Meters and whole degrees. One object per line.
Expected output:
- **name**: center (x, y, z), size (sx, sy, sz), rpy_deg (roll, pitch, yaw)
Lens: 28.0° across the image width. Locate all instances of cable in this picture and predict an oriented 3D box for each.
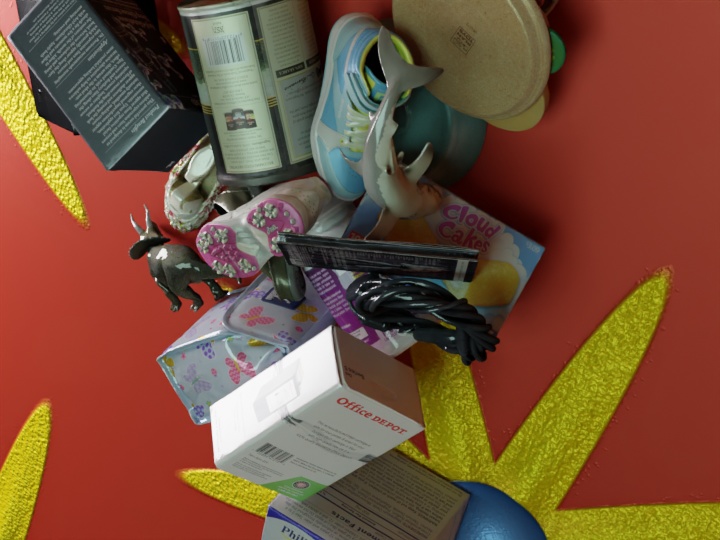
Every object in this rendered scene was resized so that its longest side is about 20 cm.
- **cable**: center (0.067, 0.055, 1.506), size (0.162, 0.051, 0.200), rpy_deg (30, 166, -12)

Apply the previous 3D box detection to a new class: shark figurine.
- **shark figurine**: center (0.016, -0.121, 1.437), size (0.089, 0.128, 0.216), rpy_deg (31, 148, 33)

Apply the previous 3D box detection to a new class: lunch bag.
- **lunch bag**: center (-0.115, 0.078, 1.731), size (0.198, 0.170, 0.128), rpy_deg (-17, 108, 38)

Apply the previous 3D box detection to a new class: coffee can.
- **coffee can**: center (-0.111, -0.212, 1.607), size (0.145, 0.146, 0.203), rpy_deg (0, 111, 32)

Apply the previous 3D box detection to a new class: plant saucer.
- **plant saucer**: center (0.043, -0.176, 1.597), size (0.198, 0.036, 0.203), rpy_deg (13, 118, 27)

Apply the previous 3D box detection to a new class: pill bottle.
- **pill bottle**: center (0.000, 0.000, 1.658), size (0.112, 0.112, 0.201), rpy_deg (-32, 93, 38)

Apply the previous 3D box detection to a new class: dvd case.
- **dvd case**: center (0.019, -0.013, 1.461), size (0.197, 0.149, 0.016), rpy_deg (6, 82, 3)

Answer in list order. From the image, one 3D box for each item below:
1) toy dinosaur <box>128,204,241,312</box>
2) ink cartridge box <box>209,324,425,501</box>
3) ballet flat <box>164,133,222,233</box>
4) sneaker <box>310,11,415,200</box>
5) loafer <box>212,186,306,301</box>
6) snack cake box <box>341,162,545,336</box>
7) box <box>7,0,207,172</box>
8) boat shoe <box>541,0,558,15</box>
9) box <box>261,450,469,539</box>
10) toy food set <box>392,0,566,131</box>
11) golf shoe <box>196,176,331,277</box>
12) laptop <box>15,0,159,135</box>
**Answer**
- **toy dinosaur**: center (-0.225, 0.000, 1.791), size (0.199, 0.077, 0.102), rpy_deg (26, 160, 51)
- **ink cartridge box**: center (-0.048, 0.164, 1.615), size (0.199, 0.085, 0.145), rpy_deg (-34, 137, 28)
- **ballet flat**: center (-0.200, -0.114, 1.761), size (0.075, 0.064, 0.201), rpy_deg (41, 127, 7)
- **sneaker**: center (0.004, -0.162, 1.510), size (0.130, 0.078, 0.203), rpy_deg (-142, 52, -65)
- **loafer**: center (-0.120, -0.030, 1.689), size (0.076, 0.069, 0.201), rpy_deg (71, 172, -45)
- **snack cake box**: center (0.087, -0.027, 1.564), size (0.198, 0.067, 0.116), rpy_deg (30, 95, 1)
- **box**: center (-0.277, -0.221, 1.648), size (0.107, 0.148, 0.201), rpy_deg (-41, 80, 16)
- **boat shoe**: center (0.180, -0.322, 1.427), size (0.071, 0.059, 0.201), rpy_deg (35, 126, 13)
- **box**: center (0.004, 0.313, 1.745), size (0.183, 0.200, 0.106), rpy_deg (28, 126, 18)
- **toy food set**: center (0.117, -0.243, 1.465), size (0.199, 0.049, 0.199), rpy_deg (35, 141, 19)
- **golf shoe**: center (-0.105, -0.049, 1.598), size (0.199, 0.091, 0.076), rpy_deg (-17, 111, 49)
- **laptop**: center (-0.337, -0.278, 1.805), size (0.197, 0.116, 0.190), rpy_deg (-5, 112, 3)
